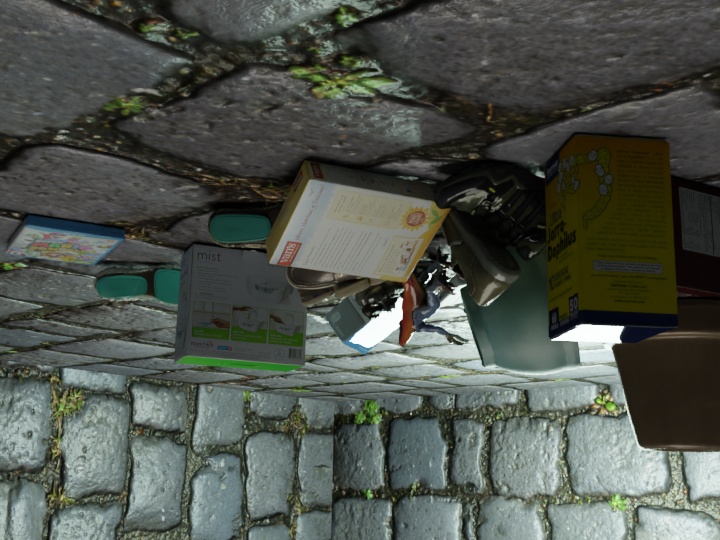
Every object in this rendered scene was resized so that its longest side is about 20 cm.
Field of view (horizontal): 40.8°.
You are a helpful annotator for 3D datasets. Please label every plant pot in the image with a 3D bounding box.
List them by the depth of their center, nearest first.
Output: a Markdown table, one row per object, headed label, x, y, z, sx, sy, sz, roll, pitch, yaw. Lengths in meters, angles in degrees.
| label | x | y | z | sx | sy | sz | roll | pitch | yaw |
| --- | --- | --- | --- | --- | --- | --- | --- | --- | --- |
| plant pot | 0.409 | 0.141 | 1.242 | 0.195 | 0.179 | 0.200 | 2 | 169 | 0 |
| plant pot | 0.220 | 0.063 | 1.390 | 0.132 | 0.204 | 0.200 | -18 | 165 | 3 |

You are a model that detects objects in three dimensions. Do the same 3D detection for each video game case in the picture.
| label | x | y | z | sx | sy | sz | roll | pitch | yaw |
| --- | --- | --- | --- | --- | --- | --- | --- | --- | --- |
| video game case | -0.453 | -0.043 | 1.474 | 0.141 | 0.018 | 0.199 | 9 | 165 | -27 |
| video game case | 0.228 | 0.016 | 1.565 | 0.196 | 0.023 | 0.182 | -12 | 169 | -10 |

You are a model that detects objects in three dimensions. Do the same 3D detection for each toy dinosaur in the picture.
| label | x | y | z | sx | sy | sz | roll | pitch | yaw |
| --- | --- | --- | --- | --- | --- | --- | --- | --- | --- |
| toy dinosaur | 0.079 | 0.049 | 1.472 | 0.197 | 0.106 | 0.182 | 13 | 135 | -32 |

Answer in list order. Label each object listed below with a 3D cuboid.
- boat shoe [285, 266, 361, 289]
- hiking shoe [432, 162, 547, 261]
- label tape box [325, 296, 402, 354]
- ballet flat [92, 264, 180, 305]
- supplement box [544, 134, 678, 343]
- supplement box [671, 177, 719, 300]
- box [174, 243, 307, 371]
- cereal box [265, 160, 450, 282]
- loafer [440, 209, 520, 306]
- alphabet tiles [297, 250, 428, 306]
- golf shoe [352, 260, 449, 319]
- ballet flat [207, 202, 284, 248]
| label | x | y | z | sx | sy | sz | roll | pitch | yaw |
| --- | --- | --- | --- | --- | --- | --- | --- | --- | --- |
| boat shoe | -0.009 | -0.022 | 1.305 | 0.196 | 0.073 | 0.060 | -17 | -172 | 2 |
| hiking shoe | 0.182 | -0.066 | 1.133 | 0.195 | 0.103 | 0.076 | 2 | 167 | -4 |
| label tape box | 0.047 | 0.053 | 1.693 | 0.199 | 0.066 | 0.143 | -41 | 160 | 4 |
| ballet flat | -0.358 | 0.017 | 1.661 | 0.195 | 0.073 | 0.072 | 5 | 167 | -6 |
| supplement box | 0.268 | -0.031 | 1.050 | 0.107 | 0.205 | 0.109 | 3 | 167 | -7 |
| supplement box | 0.378 | -0.019 | 1.246 | 0.197 | 0.136 | 0.196 | 9 | 165 | -29 |
| box | -0.189 | 0.062 | 1.548 | 0.196 | 0.181 | 0.096 | 6 | 166 | -22 |
| cereal box | -0.003 | -0.056 | 1.191 | 0.196 | 0.040 | 0.145 | 9 | 134 | -26 |
| loafer | 0.132 | -0.025 | 1.191 | 0.074 | 0.070 | 0.201 | 23 | -158 | -21 |
| alphabet tiles | 0.000 | 0.000 | 1.399 | 0.192 | 0.015 | 0.200 | -22 | -169 | -3 |
| golf shoe | 0.061 | 0.006 | 1.555 | 0.198 | 0.095 | 0.079 | -14 | 139 | -43 |
| ballet flat | -0.107 | -0.060 | 1.301 | 0.196 | 0.069 | 0.075 | 3 | -170 | 16 |
